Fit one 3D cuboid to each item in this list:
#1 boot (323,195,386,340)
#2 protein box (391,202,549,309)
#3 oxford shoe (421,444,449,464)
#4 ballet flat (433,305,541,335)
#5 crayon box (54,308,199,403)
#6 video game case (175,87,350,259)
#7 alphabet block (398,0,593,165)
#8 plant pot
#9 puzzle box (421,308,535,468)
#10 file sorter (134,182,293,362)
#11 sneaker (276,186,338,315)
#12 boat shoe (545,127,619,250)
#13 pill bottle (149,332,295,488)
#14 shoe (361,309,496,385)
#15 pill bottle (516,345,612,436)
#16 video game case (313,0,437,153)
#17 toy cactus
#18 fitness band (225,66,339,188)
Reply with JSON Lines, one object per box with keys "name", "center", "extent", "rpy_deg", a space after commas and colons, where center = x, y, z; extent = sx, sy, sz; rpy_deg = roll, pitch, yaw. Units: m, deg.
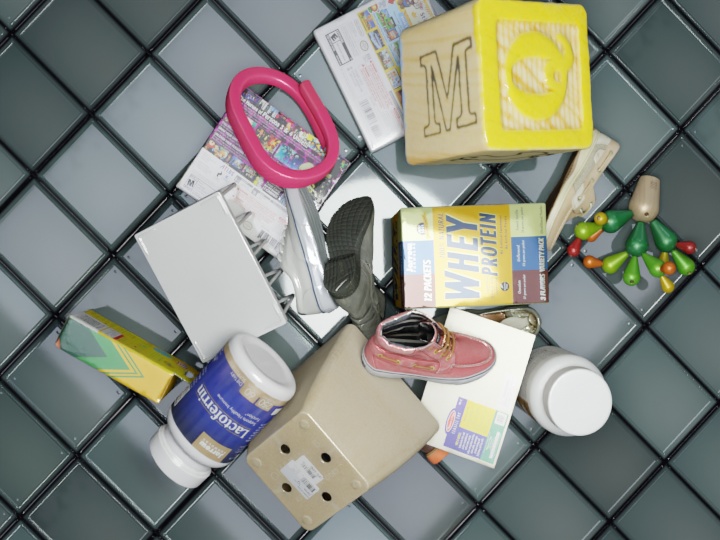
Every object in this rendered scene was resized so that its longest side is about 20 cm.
{"name": "boot", "center": [0.000, 0.000, 1.479], "extent": [0.067, 0.202, 0.131], "rpy_deg": [-9, 136, 23]}
{"name": "protein box", "center": [0.148, -0.019, 1.426], "extent": [0.196, 0.199, 0.138], "rpy_deg": [-2, 89, -2]}
{"name": "oxford shoe", "center": [0.152, 0.193, 1.494], "extent": [0.072, 0.071, 0.200], "rpy_deg": [42, 90, -1]}
{"name": "ballet flat", "center": [0.174, 0.090, 1.496], "extent": [0.196, 0.064, 0.069], "rpy_deg": [-12, 91, -2]}
{"name": "crayon box", "center": [-0.328, 0.129, 1.443], "extent": [0.198, 0.127, 0.051], "rpy_deg": [29, 90, -2]}
{"name": "video game case", "center": [-0.144, -0.142, 1.492], "extent": [0.199, 0.036, 0.183], "rpy_deg": [34, 89, -3]}
{"name": "alphabet block", "center": [0.185, -0.255, 1.394], "extent": [0.192, 0.199, 0.200], "rpy_deg": [-6, 93, -28]}
{"name": "plant pot", "center": [-0.042, 0.235, 1.394], "extent": [0.200, 0.177, 0.200], "rpy_deg": [-40, 93, 29]}
{"name": "puzzle box", "center": [0.162, 0.168, 1.451], "extent": [0.131, 0.025, 0.203], "rpy_deg": [18, 91, 10]}
{"name": "file sorter", "center": [-0.197, -0.004, 1.428], "extent": [0.137, 0.125, 0.202], "rpy_deg": [-24, 100, 13]}
{"name": "sneaker", "center": [-0.089, -0.032, 1.445], "extent": [0.070, 0.073, 0.204], "rpy_deg": [-15, 86, 15]}
{"name": "boat shoe", "center": [0.323, -0.113, 1.498], "extent": [0.064, 0.072, 0.202], "rpy_deg": [27, 84, -2]}
{"name": "pill bottle", "center": [-0.190, 0.193, 1.362], "extent": [0.116, 0.116, 0.200], "rpy_deg": [42, 103, -2]}
{"name": "shoe", "center": [0.104, 0.106, 1.370], "extent": [0.196, 0.091, 0.073], "rpy_deg": [3, 61, -14]}
{"name": "pill bottle", "center": [0.290, 0.174, 1.434], "extent": [0.112, 0.200, 0.117], "rpy_deg": [0, 91, -2]}
{"name": "video game case", "center": [0.051, -0.308, 1.506], "extent": [0.180, 0.023, 0.202], "rpy_deg": [-27, 91, -2]}
{"name": "toy cactus", "center": [0.415, -0.062, 1.497], "extent": [0.196, 0.102, 0.168], "rpy_deg": [14, 79, 3]}
{"name": "fitness band", "center": [-0.113, -0.209, 1.446], "extent": [0.142, 0.038, 0.202], "rpy_deg": [-20, 71, -29]}
